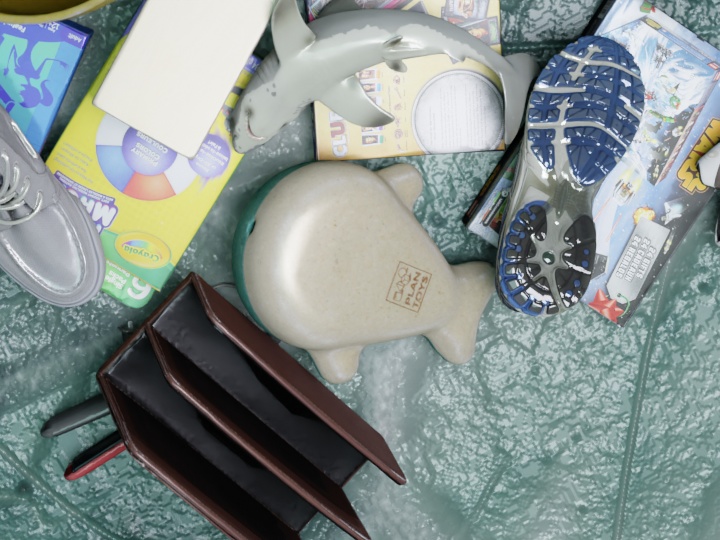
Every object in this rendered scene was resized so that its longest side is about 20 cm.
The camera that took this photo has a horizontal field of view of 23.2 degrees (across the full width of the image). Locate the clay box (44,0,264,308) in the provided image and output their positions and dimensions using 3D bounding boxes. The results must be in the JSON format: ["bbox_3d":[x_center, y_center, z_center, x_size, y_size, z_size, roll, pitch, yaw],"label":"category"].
[{"bbox_3d":[-0.147,-0.078,1.202,0.114,0.048,0.201,31,96,-9],"label":"clay box"}]

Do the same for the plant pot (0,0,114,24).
[{"bbox_3d":[-0.184,-0.252,1.104,0.199,0.142,0.202,1,94,13],"label":"plant pot"}]

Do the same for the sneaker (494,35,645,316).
[{"bbox_3d":[0.129,-0.063,1.176,0.077,0.085,0.201,22,77,-6],"label":"sneaker"}]

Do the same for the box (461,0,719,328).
[{"bbox_3d":[0.182,-0.080,1.232,0.136,0.040,0.201,32,98,-9],"label":"box"}]

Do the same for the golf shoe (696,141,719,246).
[{"bbox_3d":[0.299,-0.027,1.229,0.094,0.078,0.201,-24,120,13],"label":"golf shoe"}]

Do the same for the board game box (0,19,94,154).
[{"bbox_3d":[-0.290,-0.102,1.188,0.151,0.045,0.201,23,100,-9],"label":"board game box"}]

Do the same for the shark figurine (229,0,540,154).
[{"bbox_3d":[0.014,-0.152,1.150,0.213,0.090,0.129,-6,129,0],"label":"shark figurine"}]

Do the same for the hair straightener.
[{"bbox_3d":[-0.140,0.068,1.237,0.199,0.041,0.077,-30,103,2],"label":"hair straightener"}]

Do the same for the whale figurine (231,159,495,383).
[{"bbox_3d":[0.000,0.000,1.217,0.199,0.104,0.160,20,88,-32],"label":"whale figurine"}]

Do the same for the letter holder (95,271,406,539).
[{"bbox_3d":[-0.065,0.120,1.179,0.101,0.142,0.200,-46,115,4],"label":"letter holder"}]

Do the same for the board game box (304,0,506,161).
[{"bbox_3d":[0.028,-0.179,1.202,0.134,0.035,0.201,-3,102,-4],"label":"board game box"}]

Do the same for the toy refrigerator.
[{"bbox_3d":[-0.095,-0.178,1.134,0.076,0.070,0.201,28,93,-10],"label":"toy refrigerator"}]

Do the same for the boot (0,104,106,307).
[{"bbox_3d":[-0.237,-0.053,1.129,0.073,0.096,0.200,-34,102,4],"label":"boot"}]
